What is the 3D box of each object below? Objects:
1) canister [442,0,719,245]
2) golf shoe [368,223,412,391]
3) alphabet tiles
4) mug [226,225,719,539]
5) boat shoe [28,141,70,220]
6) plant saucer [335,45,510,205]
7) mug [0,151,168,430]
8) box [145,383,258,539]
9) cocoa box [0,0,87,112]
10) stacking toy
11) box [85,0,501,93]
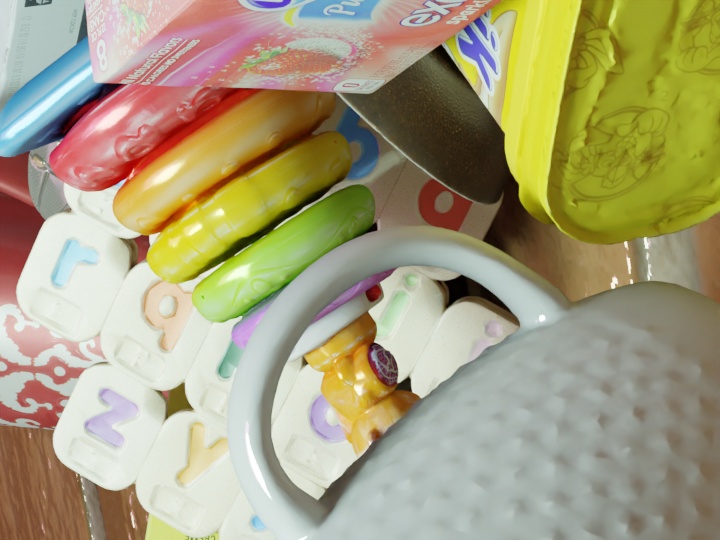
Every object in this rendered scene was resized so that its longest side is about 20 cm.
[{"bbox_3d":[0.059,-0.128,0.806,0.200,0.086,0.149,-121,29,-43],"label":"canister"},{"bbox_3d":[0.000,0.000,1.042,0.091,0.075,0.202,-151,54,-67],"label":"golf shoe"},{"bbox_3d":[-0.035,0.019,0.991,0.197,0.199,0.015,-63,-7,18],"label":"alphabet tiles"},{"bbox_3d":[0.046,0.077,0.763,0.200,0.175,0.148,46,166,-8],"label":"mug"},{"bbox_3d":[-0.067,-0.091,1.071,0.076,0.072,0.200,48,114,16],"label":"boat shoe"},{"bbox_3d":[-0.005,-0.110,0.908,0.200,0.032,0.200,46,-165,-16],"label":"plant saucer"},{"bbox_3d":[-0.144,0.015,1.177,0.177,0.198,0.135,30,-111,-69],"label":"mug"},{"bbox_3d":[-0.054,0.058,1.068,0.075,0.050,0.202,71,-154,-76],"label":"box"},{"bbox_3d":[-0.123,-0.172,1.169,0.200,0.130,0.134,113,139,-55],"label":"cocoa box"},{"bbox_3d":[-0.030,-0.008,0.908,0.109,0.116,0.201,-33,89,22],"label":"stacking toy"},{"bbox_3d":[-0.002,-0.125,0.710,0.200,0.102,0.095,-29,65,59],"label":"box"}]
